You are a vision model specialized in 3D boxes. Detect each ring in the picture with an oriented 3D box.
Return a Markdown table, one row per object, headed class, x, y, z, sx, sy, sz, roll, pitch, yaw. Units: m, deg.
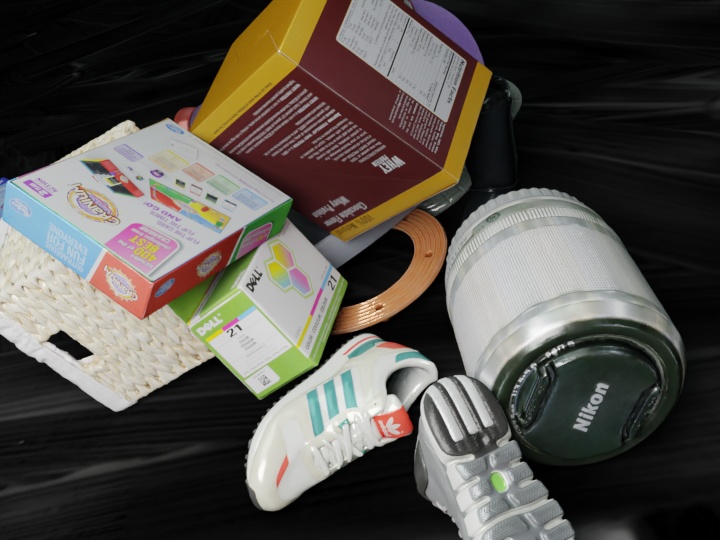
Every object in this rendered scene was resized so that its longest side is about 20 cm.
| class | x | y | z | sx | sy | sz | roll | pitch | yaw |
| --- | --- | --- | --- | --- | --- | --- | --- | --- | --- |
| ring | 0.000 | 0.000 | 0.974 | 0.200 | 0.019 | 0.201 | -18 | 35 | 14 |

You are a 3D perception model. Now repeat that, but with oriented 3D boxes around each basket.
| class | x | y | z | sx | sy | sz | roll | pitch | yaw |
| --- | --- | --- | --- | --- | --- | --- | --- | --- | --- |
| basket | -0.242 | -0.004 | 0.905 | 0.161 | 0.198 | 0.200 | -27 | 39 | 21 |

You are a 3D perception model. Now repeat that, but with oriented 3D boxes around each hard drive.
| class | x | y | z | sx | sy | sz | roll | pitch | yaw |
| --- | --- | --- | --- | --- | --- | --- | --- | --- | --- |
| hard drive | -0.031 | -0.075 | 1.011 | 0.200 | 0.042 | 0.135 | -37 | 52 | -10 |

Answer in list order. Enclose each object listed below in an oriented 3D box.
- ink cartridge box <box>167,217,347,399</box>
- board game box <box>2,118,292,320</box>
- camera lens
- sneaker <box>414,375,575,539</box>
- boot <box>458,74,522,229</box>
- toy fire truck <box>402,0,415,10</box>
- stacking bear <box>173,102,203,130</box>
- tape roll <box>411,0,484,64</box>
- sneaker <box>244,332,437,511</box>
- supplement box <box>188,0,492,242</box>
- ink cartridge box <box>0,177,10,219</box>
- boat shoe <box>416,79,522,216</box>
| class | x | y | z | sx | sy | sz | roll | pitch | yaw |
| --- | --- | --- | --- | --- | --- | --- | --- | --- | --- |
| ink cartridge box | -0.116 | -0.004 | 0.837 | 0.076 | 0.200 | 0.148 | -33 | 19 | 27 |
| board game box | -0.175 | -0.054 | 0.775 | 0.153 | 0.040 | 0.200 | 34 | 35 | 14 |
| camera lens | 0.157 | 0.043 | 0.731 | 0.160 | 0.160 | 0.200 | -16 | 35 | 4 |
| sneaker | 0.093 | 0.182 | 0.654 | 0.075 | 0.116 | 0.200 | -14 | 69 | -16 |
| boot | 0.123 | -0.094 | 0.930 | 0.076 | 0.168 | 0.200 | -3 | 38 | 21 |
| toy fire truck | -0.012 | -0.223 | 1.010 | 0.200 | 0.168 | 0.112 | -20 | -2 | -5 |
| stacking bear | -0.139 | -0.196 | 1.206 | 0.200 | 0.114 | 0.122 | -16 | 32 | 23 |
| tape roll | 0.051 | -0.231 | 1.118 | 0.200 | 0.200 | 0.066 | -26 | 6 | -11 |
| sneaker | -0.011 | 0.129 | 0.769 | 0.093 | 0.070 | 0.200 | 8 | 40 | 42 |
| supplement box | -0.022 | -0.156 | 0.861 | 0.197 | 0.200 | 0.133 | -25 | 39 | 53 |
| ink cartridge box | -0.413 | -0.032 | 1.118 | 0.200 | 0.137 | 0.076 | 18 | 46 | 40 |
| boat shoe | 0.117 | -0.137 | 1.068 | 0.074 | 0.065 | 0.202 | 35 | 81 | 11 |
